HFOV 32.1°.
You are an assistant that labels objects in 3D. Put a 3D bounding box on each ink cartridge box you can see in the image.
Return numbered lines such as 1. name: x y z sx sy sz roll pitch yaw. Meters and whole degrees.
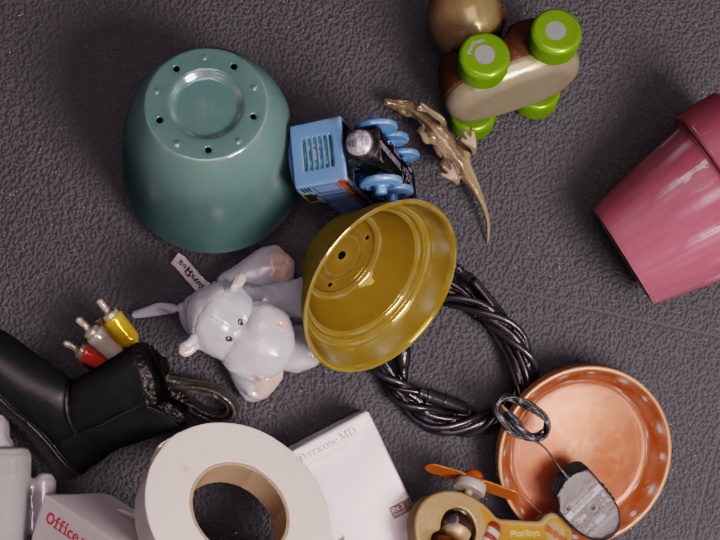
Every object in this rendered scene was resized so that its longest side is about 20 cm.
1. ink cartridge box: -0.276 0.343 1.264 0.145 0.084 0.202 19 94 37

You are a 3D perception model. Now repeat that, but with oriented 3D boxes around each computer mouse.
1. computer mouse: 0.209 0.210 1.349 0.058 0.034 0.200 -39 96 -6

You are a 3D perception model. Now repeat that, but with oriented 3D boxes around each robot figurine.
1. robot figurine: -0.400 0.248 1.298 0.168 0.113 0.202 0 84 -7

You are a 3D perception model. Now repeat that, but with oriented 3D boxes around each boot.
1. boot: -0.288 0.110 1.294 0.167 0.077 0.201 -28 110 18

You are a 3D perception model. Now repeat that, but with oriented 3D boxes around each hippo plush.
1. hippo plush: -0.122 0.038 1.319 0.199 0.161 0.160 37 83 -1

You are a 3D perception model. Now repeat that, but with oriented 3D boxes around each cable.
1. cable: -0.230 0.118 1.352 0.200 0.050 0.097 40 115 -8
2. cable: 0.103 0.102 1.389 0.163 0.051 0.201 -38 89 -7

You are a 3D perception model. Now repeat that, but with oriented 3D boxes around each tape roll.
1. tape roll: -0.126 0.245 1.245 0.201 0.037 0.204 18 44 -18

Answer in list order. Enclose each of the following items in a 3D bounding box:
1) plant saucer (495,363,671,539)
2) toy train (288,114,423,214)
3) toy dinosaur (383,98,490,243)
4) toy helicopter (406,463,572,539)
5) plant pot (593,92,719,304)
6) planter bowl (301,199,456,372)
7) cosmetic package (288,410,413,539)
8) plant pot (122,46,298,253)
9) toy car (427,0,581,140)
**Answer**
1. plant saucer: 0.244 0.201 1.381 0.198 0.032 0.202 -1 99 -9
2. toy train: -0.001 -0.105 1.335 0.113 0.200 0.088 -7 78 14
3. toy dinosaur: 0.105 -0.126 1.388 0.058 0.101 0.201 -37 91 2
4. toy helicopter: 0.137 0.269 1.320 0.198 0.079 0.133 6 67 -28
5. plant pot: 0.363 -0.063 1.368 0.178 0.200 0.201 -33 88 8
6. planter bowl: 0.000 0.000 1.321 0.200 0.201 0.083 -46 48 -8
7. cosmetic package: 0.005 0.262 1.353 0.101 0.074 0.201 -27 88 -8
8. plant pot: -0.157 -0.139 1.315 0.199 0.161 0.202 1 71 -4
9. toy car: 0.139 -0.275 1.386 0.157 0.164 0.201 -19 74 -7
